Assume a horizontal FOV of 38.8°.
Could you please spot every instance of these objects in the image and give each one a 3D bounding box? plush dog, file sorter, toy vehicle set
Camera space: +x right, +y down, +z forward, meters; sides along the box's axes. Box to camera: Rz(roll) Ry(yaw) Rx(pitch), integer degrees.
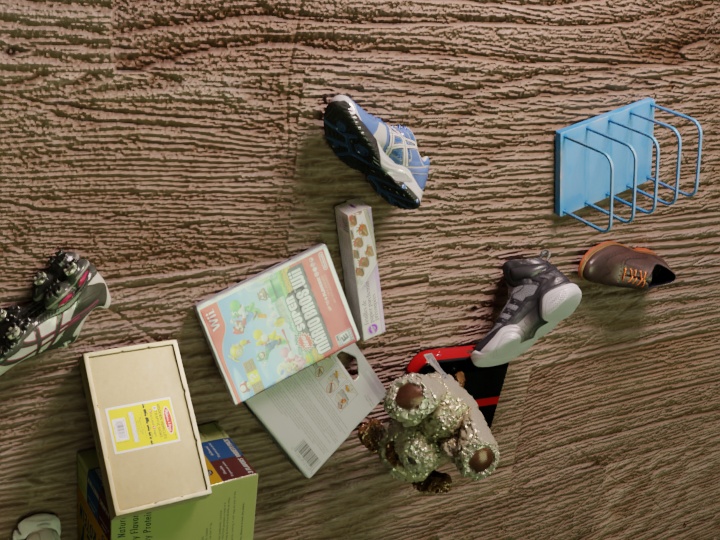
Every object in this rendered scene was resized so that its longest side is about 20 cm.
[{"bbox_3d":[0.093,0.241,1.528,0.199,0.161,0.172,39,111,-9],"label":"plush dog"},{"bbox_3d":[0.414,-0.159,1.575,0.197,0.122,0.141,-21,123,-25],"label":"file sorter"},{"bbox_3d":[-0.264,0.191,1.250,0.122,0.203,0.026,-5,159,-31],"label":"toy vehicle set"}]

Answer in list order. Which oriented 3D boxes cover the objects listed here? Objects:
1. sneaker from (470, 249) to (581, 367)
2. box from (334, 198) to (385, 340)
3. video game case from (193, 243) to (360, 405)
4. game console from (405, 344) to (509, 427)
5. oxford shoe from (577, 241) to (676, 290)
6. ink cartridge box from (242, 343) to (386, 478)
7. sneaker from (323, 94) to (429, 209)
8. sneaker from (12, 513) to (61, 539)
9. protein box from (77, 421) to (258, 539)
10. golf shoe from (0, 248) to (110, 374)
[{"bbox_3d":[0.237,0.057,1.578,0.199,0.115,0.075,-39,147,15],"label":"sneaker"},{"bbox_3d":[0.000,0.000,1.420,0.038,0.041,0.203,-22,122,-24],"label":"box"},{"bbox_3d":[-0.108,0.070,1.362,0.198,0.017,0.145,-26,105,-21],"label":"video game case"},{"bbox_3d":[0.144,0.205,1.628,0.197,0.031,0.180,-3,118,-33],"label":"game console"},{"bbox_3d":[0.446,-0.003,1.703,0.197,0.072,0.072,-3,114,-33],"label":"oxford shoe"},{"bbox_3d":[-0.069,0.170,1.453,0.174,0.043,0.201,-45,129,-17],"label":"ink cartridge box"},{"bbox_3d":[0.023,-0.166,1.347,0.200,0.075,0.078,45,62,-40],"label":"sneaker"},{"bbox_3d":[-0.413,0.417,1.311,0.074,0.081,0.204,-7,117,-33],"label":"sneaker"},{"bbox_3d":[-0.256,0.335,1.342,0.197,0.135,0.202,-8,117,-32],"label":"protein box"},{"bbox_3d":[-0.373,0.072,1.177,0.200,0.077,0.088,-43,136,-9],"label":"golf shoe"}]
